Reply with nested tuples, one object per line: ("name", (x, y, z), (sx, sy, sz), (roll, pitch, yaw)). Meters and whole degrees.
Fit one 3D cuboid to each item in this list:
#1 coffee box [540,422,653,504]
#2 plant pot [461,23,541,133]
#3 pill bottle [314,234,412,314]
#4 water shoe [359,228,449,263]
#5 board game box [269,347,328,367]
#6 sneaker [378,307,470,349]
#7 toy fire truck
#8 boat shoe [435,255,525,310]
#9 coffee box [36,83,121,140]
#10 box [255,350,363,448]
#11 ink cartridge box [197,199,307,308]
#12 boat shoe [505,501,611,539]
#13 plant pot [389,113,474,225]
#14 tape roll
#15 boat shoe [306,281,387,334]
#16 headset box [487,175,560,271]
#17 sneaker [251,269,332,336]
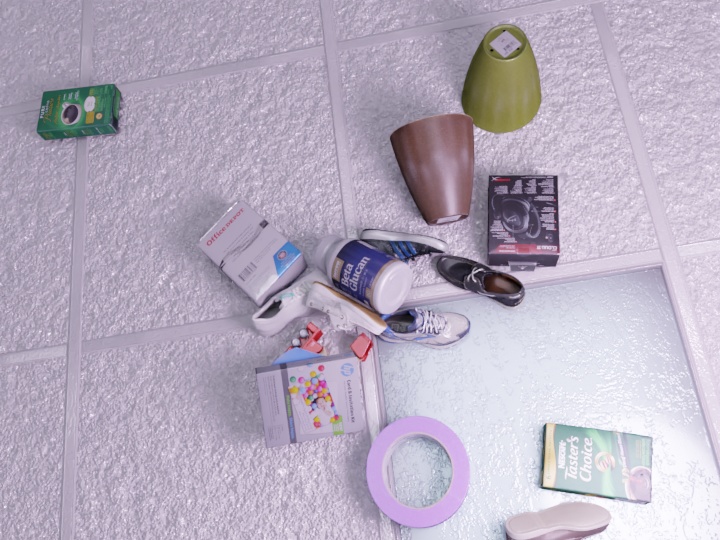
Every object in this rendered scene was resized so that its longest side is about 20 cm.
("coffee box", (0.440, 0.360, 1.307), (0.196, 0.044, 0.125), (7, 71, 11))
("plant pot", (0.315, -0.439, 1.539), (0.183, 0.200, 0.190), (-3, 69, 7))
("pill bottle", (0.000, 0.000, 1.438), (0.198, 0.111, 0.112), (28, 75, 35))
("water shoe", (0.093, -0.041, 1.508), (0.196, 0.071, 0.080), (8, 92, 16))
("board game box", (-0.102, 0.238, 1.406), (0.197, 0.039, 0.160), (18, 98, -15))
("sneaker", (0.127, 0.115, 1.425), (0.196, 0.085, 0.078), (-3, 69, 7))
("toy fire truck", (-0.083, 0.186, 1.450), (0.140, 0.049, 0.201), (38, 82, 16))
("boat shoe", (0.249, 0.013, 1.455), (0.198, 0.068, 0.073), (25, 77, 18))
("coffee box", (-0.707, -0.398, 1.757), (0.196, 0.044, 0.125), (-5, 69, 6))
("box", (-0.098, 0.252, 1.367), (0.196, 0.041, 0.159), (-8, 104, -10))
("ink cartridge box", (-0.237, -0.034, 1.536), (0.199, 0.084, 0.145), (41, 80, 19))
("boat shoe", (0.360, 0.473, 1.270), (0.196, 0.072, 0.061), (-8, 109, -8))
("plant pot", (0.171, -0.206, 1.503), (0.183, 0.187, 0.204), (-11, 83, 4))
("tape roll", (0.111, 0.386, 1.338), (0.196, 0.066, 0.204), (-3, 70, 8))
("boat shoe", (-0.032, 0.092, 1.424), (0.199, 0.071, 0.070), (28, 92, 36))
("headset box", (0.342, -0.096, 1.474), (0.146, 0.077, 0.204), (0, 71, 9))
("sneaker", (-0.145, 0.063, 1.484), (0.199, 0.089, 0.075), (-38, 67, -7))
